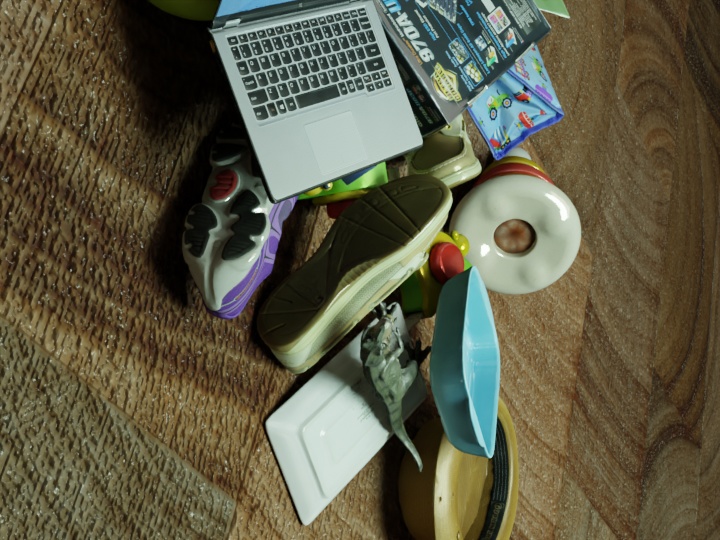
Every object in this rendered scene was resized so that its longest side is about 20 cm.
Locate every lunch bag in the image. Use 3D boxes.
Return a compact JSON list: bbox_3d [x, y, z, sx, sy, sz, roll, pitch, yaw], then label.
[{"bbox_3d":[0.113,-0.242,1.240,0.199,0.093,0.152,37,31,-42],"label":"lunch bag"}]

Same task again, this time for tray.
[{"bbox_3d":[-0.001,0.123,1.034,0.200,0.022,0.109,-41,120,-42],"label":"tray"}]

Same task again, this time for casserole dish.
[{"bbox_3d":[0.097,0.084,1.080,0.201,0.038,0.122,-75,151,-55],"label":"casserole dish"}]

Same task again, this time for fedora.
[{"bbox_3d":[0.092,0.210,1.165,0.200,0.081,0.204,3,86,-59],"label":"fedora"}]

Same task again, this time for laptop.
[{"bbox_3d":[-0.004,-0.179,0.838,0.186,0.115,0.203,-25,96,-47],"label":"laptop"}]

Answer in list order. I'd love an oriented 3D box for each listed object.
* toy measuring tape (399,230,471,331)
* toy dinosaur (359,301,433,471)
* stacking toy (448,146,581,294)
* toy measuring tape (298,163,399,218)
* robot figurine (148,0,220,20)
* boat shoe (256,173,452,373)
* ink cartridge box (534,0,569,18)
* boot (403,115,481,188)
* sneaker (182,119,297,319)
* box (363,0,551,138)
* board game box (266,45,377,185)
[{"bbox_3d":[0.046,0.016,1.138,0.200,0.073,0.074,-44,124,-38],"label":"toy measuring tape"},{"bbox_3d":[0.030,0.085,1.015,0.201,0.047,0.089,69,26,-48],"label":"toy dinosaur"},{"bbox_3d":[0.174,-0.080,1.345,0.201,0.144,0.148,-82,153,-58],"label":"stacking toy"},{"bbox_3d":[0.008,-0.084,1.056,0.199,0.073,0.075,-8,93,-60],"label":"toy measuring tape"},{"bbox_3d":[-0.111,-0.272,0.842,0.175,0.114,0.204,23,66,-50],"label":"robot figurine"},{"bbox_3d":[0.001,0.002,0.979,0.201,0.073,0.063,-46,144,-11],"label":"boat shoe"},{"bbox_3d":[0.090,-0.272,1.115,0.197,0.060,0.105,9,43,-22],"label":"ink cartridge box"},{"bbox_3d":[0.058,-0.163,1.122,0.200,0.071,0.157,-89,160,-71],"label":"boot"},{"bbox_3d":[-0.088,-0.046,0.915,0.084,0.079,0.201,92,16,-46],"label":"sneaker"},{"bbox_3d":[0.056,-0.242,1.003,0.159,0.046,0.201,-43,103,-30],"label":"box"},{"bbox_3d":[-0.034,-0.182,0.962,0.135,0.034,0.202,43,33,-29],"label":"board game box"}]
